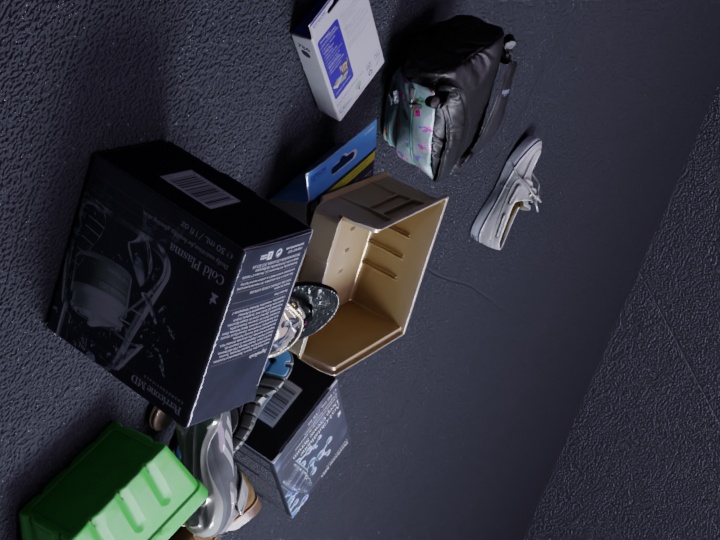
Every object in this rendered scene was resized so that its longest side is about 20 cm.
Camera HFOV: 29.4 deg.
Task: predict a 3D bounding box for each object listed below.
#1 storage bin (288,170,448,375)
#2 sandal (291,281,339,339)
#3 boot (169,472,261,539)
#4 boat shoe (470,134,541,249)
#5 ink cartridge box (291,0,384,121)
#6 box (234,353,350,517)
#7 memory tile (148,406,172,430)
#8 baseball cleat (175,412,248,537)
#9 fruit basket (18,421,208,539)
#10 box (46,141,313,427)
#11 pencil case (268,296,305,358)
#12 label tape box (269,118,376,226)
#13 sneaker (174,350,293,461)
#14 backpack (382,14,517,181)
[{"bbox_3d":[0.000,0.000,1.697,0.198,0.093,0.202,-27,140,-57],"label":"storage bin"},{"bbox_3d":[-0.116,0.067,1.580,0.198,0.048,0.076,-14,128,-12],"label":"sandal"},{"bbox_3d":[-0.227,0.346,1.877,0.200,0.073,0.076,-39,122,-30],"label":"boot"},{"bbox_3d":[0.270,-0.125,2.321,0.203,0.086,0.075,-59,158,-1],"label":"boat shoe"},{"bbox_3d":[-0.026,-0.264,1.563,0.100,0.039,0.200,-53,159,-16],"label":"ink cartridge box"},{"bbox_3d":[-0.104,0.225,1.912,0.149,0.106,0.201,-51,157,-22],"label":"box"},{"bbox_3d":[-0.200,0.090,1.655,0.153,0.017,0.202,-39,149,-43],"label":"memory tile"},{"bbox_3d":[-0.180,0.222,1.673,0.106,0.069,0.203,24,68,-62],"label":"baseball cleat"},{"bbox_3d":[-0.285,0.305,1.588,0.215,0.154,0.218,-26,124,-46],"label":"fruit basket"},{"bbox_3d":[-0.179,0.009,1.350,0.124,0.199,0.198,-19,135,-56],"label":"box"},{"bbox_3d":[-0.127,0.016,1.483,0.089,0.200,0.078,-45,130,5],"label":"pencil case"},{"bbox_3d":[-0.049,-0.086,1.702,0.143,0.066,0.202,-43,150,-38],"label":"label tape box"},{"bbox_3d":[-0.159,0.178,1.778,0.200,0.073,0.082,-46,-179,-8],"label":"sneaker"},{"bbox_3d":[0.107,-0.222,1.793,0.166,0.126,0.201,-31,147,-31],"label":"backpack"}]
